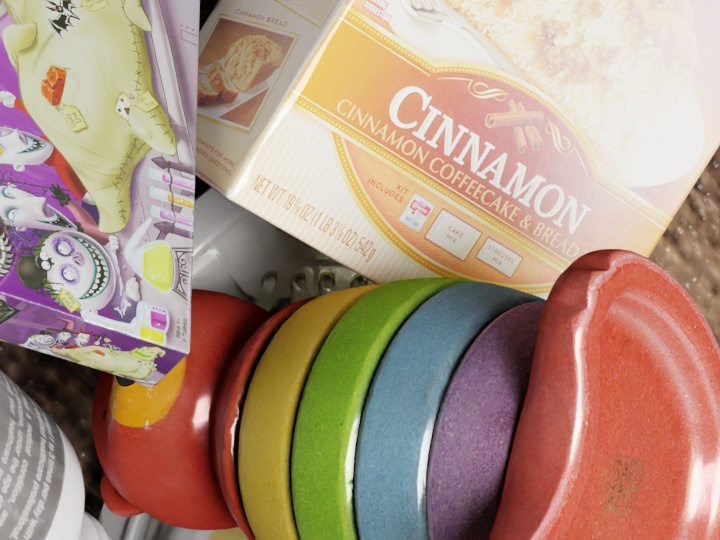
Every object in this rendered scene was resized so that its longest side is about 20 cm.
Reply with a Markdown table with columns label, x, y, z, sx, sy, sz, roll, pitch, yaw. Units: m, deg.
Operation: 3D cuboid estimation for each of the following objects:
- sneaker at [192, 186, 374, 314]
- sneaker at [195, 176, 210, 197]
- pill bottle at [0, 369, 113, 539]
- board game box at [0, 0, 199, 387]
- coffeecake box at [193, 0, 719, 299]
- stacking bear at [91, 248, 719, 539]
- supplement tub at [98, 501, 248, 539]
| label | x | y | z | sx | sy | sz | roll | pitch | yaw |
| --- | --- | --- | --- | --- | --- | --- | --- | --- | --- |
| sneaker | 0.000 | 0.000 | 1.026 | 0.200 | 0.085 | 0.073 | -24 | 157 | -38 |
| sneaker | -0.103 | -0.033 | 0.949 | 0.200 | 0.088 | 0.076 | 3 | 99 | -40 |
| pill bottle | -0.156 | 0.064 | 0.916 | 0.111 | 0.111 | 0.200 | -53 | 128 | -16 |
| board game box | -0.105 | -0.071 | 0.888 | 0.120 | 0.032 | 0.200 | 15 | 54 | -24 |
| coffeecake box | 0.051 | -0.086 | 0.949 | 0.153 | 0.073 | 0.200 | 30 | 93 | -34 |
| stacking bear | 0.002 | 0.051 | 0.897 | 0.114 | 0.200 | 0.122 | 26 | 76 | -53 |
| supplement tub | 0.019 | 0.122 | 1.003 | 0.145 | 0.200 | 0.146 | -28 | 132 | -36 |
